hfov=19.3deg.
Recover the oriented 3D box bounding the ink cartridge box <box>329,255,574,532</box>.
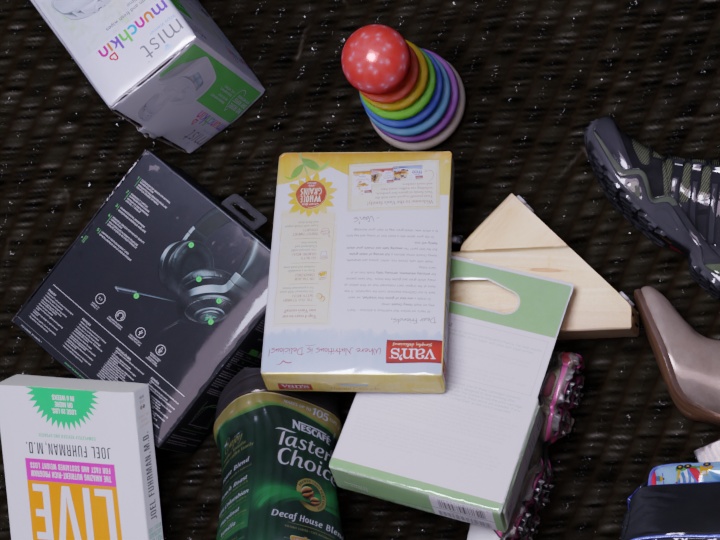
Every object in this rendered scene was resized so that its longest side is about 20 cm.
[{"bbox_3d":[0.076,0.092,1.669,0.145,0.048,0.200,13,65,18],"label":"ink cartridge box"}]

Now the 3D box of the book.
[{"bbox_3d":[-0.225,0.188,1.742,0.133,0.048,0.200,2,104,27],"label":"book"}]

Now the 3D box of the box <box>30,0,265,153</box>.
[{"bbox_3d":[-0.189,-0.205,1.759,0.097,0.200,0.177,-39,75,6],"label":"box"}]

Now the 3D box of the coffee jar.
[{"bbox_3d":[-0.065,0.175,1.689,0.085,0.104,0.200,-47,34,39],"label":"coffee jar"}]

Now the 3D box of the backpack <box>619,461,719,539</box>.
[{"bbox_3d":[0.294,0.260,1.613,0.182,0.135,0.200,-6,114,15],"label":"backpack"}]

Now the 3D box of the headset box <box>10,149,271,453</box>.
[{"bbox_3d":[-0.157,0.022,1.775,0.174,0.093,0.200,38,92,16],"label":"headset box"}]

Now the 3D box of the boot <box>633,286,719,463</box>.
[{"bbox_3d":[0.317,0.083,1.671,0.146,0.070,0.200,-22,81,6],"label":"boot"}]

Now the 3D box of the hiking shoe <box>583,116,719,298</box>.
[{"bbox_3d":[0.270,-0.063,1.703,0.101,0.076,0.200,-45,84,-4],"label":"hiking shoe"}]

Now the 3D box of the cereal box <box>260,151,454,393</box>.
[{"bbox_3d":[0.000,0.000,1.680,0.144,0.040,0.200,1,64,7],"label":"cereal box"}]

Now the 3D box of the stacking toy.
[{"bbox_3d":[0.026,-0.155,1.699,0.085,0.200,0.086,-2,82,13],"label":"stacking toy"}]

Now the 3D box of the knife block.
[{"bbox_3d":[0.103,0.034,1.727,0.200,0.064,0.176,44,95,15],"label":"knife block"}]

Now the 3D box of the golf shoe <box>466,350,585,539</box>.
[{"bbox_3d":[0.113,0.153,1.705,0.092,0.073,0.200,16,82,17],"label":"golf shoe"}]
